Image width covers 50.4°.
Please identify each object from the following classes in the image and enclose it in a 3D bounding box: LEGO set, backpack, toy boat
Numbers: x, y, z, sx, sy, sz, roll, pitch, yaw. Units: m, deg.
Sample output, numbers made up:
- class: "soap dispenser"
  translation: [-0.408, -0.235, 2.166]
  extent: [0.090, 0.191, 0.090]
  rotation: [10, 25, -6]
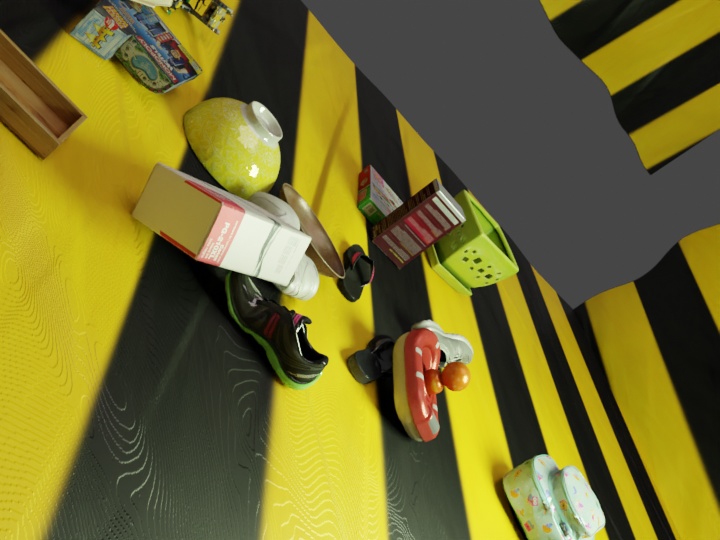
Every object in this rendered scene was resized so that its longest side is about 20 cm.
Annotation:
- class: "LEGO set"
  translation: [-0.299, -0.571, 1.533]
  extent: [0.116, 0.201, 0.154]
  rotation: [39, 4, 8]
- class: "backpack"
  translation: [0.383, 0.468, 1.529]
  extent: [0.175, 0.153, 0.201]
  rotation: [6, 45, -58]
- class: "toy boat"
  translation: [0.130, 0.192, 1.345]
  extent: [0.131, 0.129, 0.202]
  rotation: [64, 18, -44]

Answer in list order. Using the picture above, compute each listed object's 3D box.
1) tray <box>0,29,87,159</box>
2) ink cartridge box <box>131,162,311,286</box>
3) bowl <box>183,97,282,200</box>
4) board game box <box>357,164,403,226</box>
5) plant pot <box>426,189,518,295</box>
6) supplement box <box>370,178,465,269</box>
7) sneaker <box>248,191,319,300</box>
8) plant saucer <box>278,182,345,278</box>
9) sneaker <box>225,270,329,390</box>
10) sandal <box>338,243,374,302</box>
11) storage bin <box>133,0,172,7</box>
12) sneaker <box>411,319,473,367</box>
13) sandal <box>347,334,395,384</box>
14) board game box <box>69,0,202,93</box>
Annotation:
- class: "tray"
  translation: [-0.430, -0.233, 0.918]
  extent: [0.200, 0.037, 0.099]
  rotation: [47, 22, -21]
- class: "ink cartridge box"
  translation: [-0.186, -0.059, 1.052]
  extent: [0.144, 0.085, 0.199]
  rotation: [30, 5, 32]
- class: "bowl"
  translation: [-0.202, -0.232, 1.339]
  extent: [0.200, 0.107, 0.201]
  rotation: [45, 22, -24]
- class: "board game box"
  translation: [0.056, -0.161, 1.920]
  extent: [0.153, 0.040, 0.201]
  rotation: [47, 21, -22]
- class: "plant pot"
  translation: [0.289, -0.063, 2.097]
  extent: [0.200, 0.181, 0.200]
  rotation: [40, 25, -37]
- class: "supplement box"
  translation: [0.132, -0.107, 1.774]
  extent: [0.109, 0.199, 0.061]
  rotation: [44, 21, -28]
- class: "sneaker"
  translation: [-0.135, -0.047, 1.244]
  extent: [0.201, 0.075, 0.099]
  rotation: [61, 20, 16]
- class: "plant saucer"
  translation: [-0.096, -0.064, 1.384]
  extent: [0.202, 0.036, 0.201]
  rotation: [57, 9, -15]
- class: "sneaker"
  translation: [-0.116, 0.073, 1.086]
  extent: [0.201, 0.083, 0.077]
  rotation: [52, 19, -9]
- class: "sandal"
  translation: [0.000, 0.000, 1.528]
  extent: [0.075, 0.045, 0.200]
  rotation: [50, 20, -15]
- class: "storage bin"
  translation: [-0.406, -0.533, 1.236]
  extent: [0.197, 0.094, 0.201]
  rotation: [8, 37, -38]
- class: "sneaker"
  translation: [0.175, 0.177, 1.646]
  extent: [0.199, 0.074, 0.083]
  rotation: [27, 48, -42]
- class: "sandal"
  translation: [0.038, 0.158, 1.370]
  extent: [0.077, 0.043, 0.200]
  rotation: [57, 20, 3]
- class: "board game box"
  translation: [-0.369, -0.369, 1.232]
  extent: [0.201, 0.061, 0.200]
  rotation: [50, 21, -12]
